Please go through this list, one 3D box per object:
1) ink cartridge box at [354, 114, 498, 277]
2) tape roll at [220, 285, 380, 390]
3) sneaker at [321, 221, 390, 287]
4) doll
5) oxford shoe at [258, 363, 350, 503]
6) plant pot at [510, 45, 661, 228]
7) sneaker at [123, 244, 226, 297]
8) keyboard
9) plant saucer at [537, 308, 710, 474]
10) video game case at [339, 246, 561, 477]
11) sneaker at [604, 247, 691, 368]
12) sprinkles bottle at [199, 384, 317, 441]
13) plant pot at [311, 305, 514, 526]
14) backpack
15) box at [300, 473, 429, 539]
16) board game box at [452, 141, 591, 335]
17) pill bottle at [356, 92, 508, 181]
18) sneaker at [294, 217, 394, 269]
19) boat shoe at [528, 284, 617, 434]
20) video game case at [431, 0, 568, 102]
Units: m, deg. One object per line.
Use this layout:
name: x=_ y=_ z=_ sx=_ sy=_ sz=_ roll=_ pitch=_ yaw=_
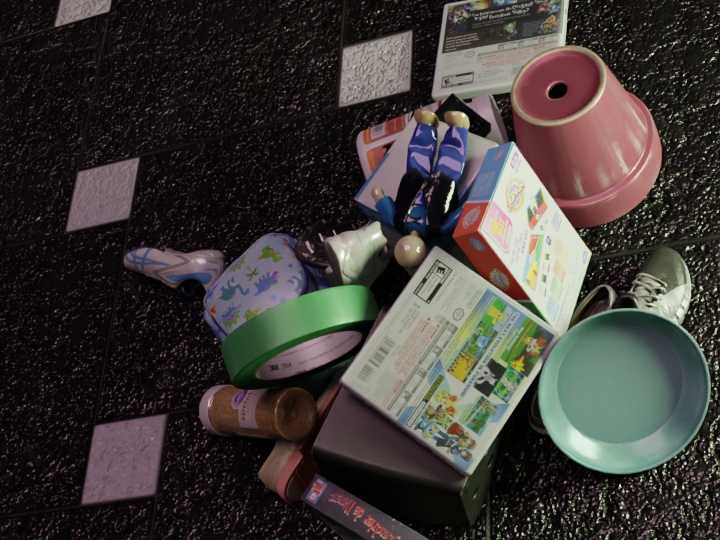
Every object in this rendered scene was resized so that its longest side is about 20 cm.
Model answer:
ink cartridge box: x=0.120 y=-0.071 z=1.740 sx=0.145 sy=0.200 sz=0.147 roll=26 pitch=73 yaw=38
tape roll: x=-0.070 y=0.083 z=1.618 sx=0.198 sy=0.200 sz=0.049 roll=-25 pitch=74 yaw=10
sneaker: x=0.000 y=0.000 z=1.670 sx=0.080 sy=0.201 sz=0.071 roll=-27 pitch=74 yaw=-10
doll: x=0.076 y=-0.094 z=1.614 sx=0.135 sy=0.049 sz=0.203 roll=4 pitch=68 yaw=20
oxford shoe: x=-0.066 y=0.200 z=1.739 sx=0.073 sy=0.071 sz=0.201 roll=22 pitch=71 yaw=39
plant pot: x=0.282 y=-0.187 z=1.749 sx=0.197 sy=0.179 sz=0.202 roll=-13 pitch=53 yaw=18
sneaker: x=-0.281 y=0.000 z=1.988 sx=0.198 sy=0.071 sz=0.074 roll=5 pitch=88 yaw=37
keyboard: x=0.080 y=-0.147 z=1.805 sx=0.200 sy=0.104 sz=0.040 roll=-48 pitch=20 yaw=25
plant saucer: x=0.302 y=0.135 z=1.544 sx=0.198 sy=0.202 sz=0.036 roll=-27 pitch=13 yaw=8
video game case: x=0.104 y=0.101 z=1.525 sx=0.181 sy=0.022 sz=0.201 roll=35 pitch=73 yaw=7
sneaker: x=0.343 y=0.039 z=1.606 sx=0.074 sy=0.116 sz=0.202 roll=6 pitch=62 yaw=30
sprinkles bottle: x=-0.135 y=0.184 z=1.738 sx=0.199 sy=0.068 sz=0.069 roll=-6 pitch=52 yaw=54
plant pot: x=0.076 y=0.196 z=1.598 sx=0.176 sy=0.200 sz=0.202 roll=21 pitch=69 yaw=21
backpack: x=-0.105 y=0.066 z=1.799 sx=0.183 sy=0.147 sz=0.200 roll=-44 pitch=54 yaw=-1
box: x=0.036 y=0.321 z=1.562 sx=0.199 sy=0.137 sz=0.038 roll=24 pitch=71 yaw=36
board game box: x=0.200 y=-0.030 z=1.619 sx=0.040 sy=0.200 sz=0.154 roll=-13 pitch=38 yaw=39
pill bottle: x=0.103 y=-0.175 z=1.875 sx=0.198 sy=0.112 sz=0.113 roll=-19 pitch=52 yaw=15
sneaker: x=-0.014 y=-0.024 z=1.799 sx=0.079 sy=0.199 sz=0.074 roll=-47 pitch=64 yaw=36
boat shoe: x=0.260 y=0.104 z=1.638 sx=0.071 sy=0.065 sz=0.201 roll=24 pitch=72 yaw=36
video game case: x=0.209 y=-0.339 z=1.991 sx=0.197 sy=0.023 sz=0.184 roll=-6 pitch=57 yaw=25
